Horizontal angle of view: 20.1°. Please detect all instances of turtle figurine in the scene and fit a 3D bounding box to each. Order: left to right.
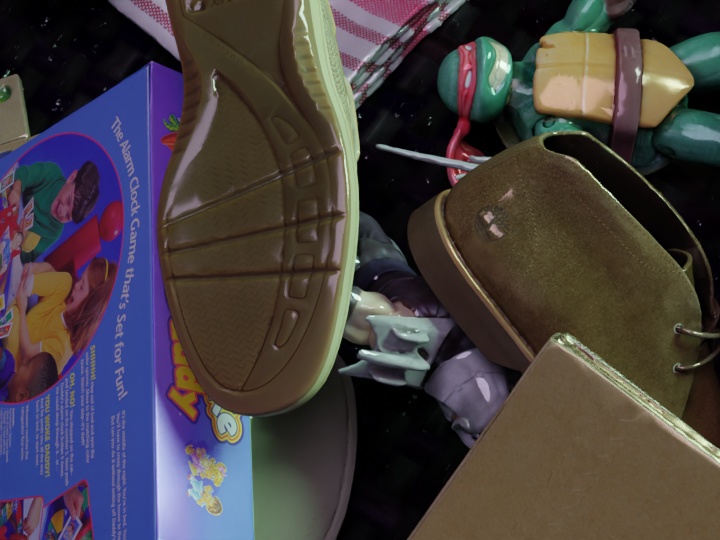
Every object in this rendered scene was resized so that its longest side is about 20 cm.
[{"bbox_3d":[0.105,-0.078,0.815,0.199,0.101,0.151,4,76,-3],"label":"turtle figurine"}]

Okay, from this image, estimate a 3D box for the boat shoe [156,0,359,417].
[{"bbox_3d":[-0.029,-0.044,0.723,0.071,0.065,0.201,-7,73,16],"label":"boat shoe"}]

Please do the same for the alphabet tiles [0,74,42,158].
[{"bbox_3d":[-0.196,0.006,0.866,0.199,0.006,0.167,-17,64,7],"label":"alphabet tiles"}]

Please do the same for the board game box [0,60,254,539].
[{"bbox_3d":[-0.102,0.041,0.760,0.134,0.045,0.201,-25,58,40],"label":"board game box"}]

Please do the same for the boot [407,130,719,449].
[{"bbox_3d":[0.108,0.037,0.735,0.075,0.074,0.200,-37,101,26],"label":"boot"}]

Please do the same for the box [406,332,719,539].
[{"bbox_3d":[0.076,0.150,0.706,0.163,0.021,0.200,37,103,12],"label":"box"}]

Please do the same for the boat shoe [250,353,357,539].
[{"bbox_3d":[-0.059,0.119,0.778,0.059,0.072,0.201,-6,60,50],"label":"boat shoe"}]

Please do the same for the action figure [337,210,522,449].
[{"bbox_3d":[0.000,0.000,0.790,0.069,0.130,0.200,-49,55,15],"label":"action figure"}]

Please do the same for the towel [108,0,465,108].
[{"bbox_3d":[-0.012,-0.162,0.910,0.146,0.030,0.200,39,79,23],"label":"towel"}]
